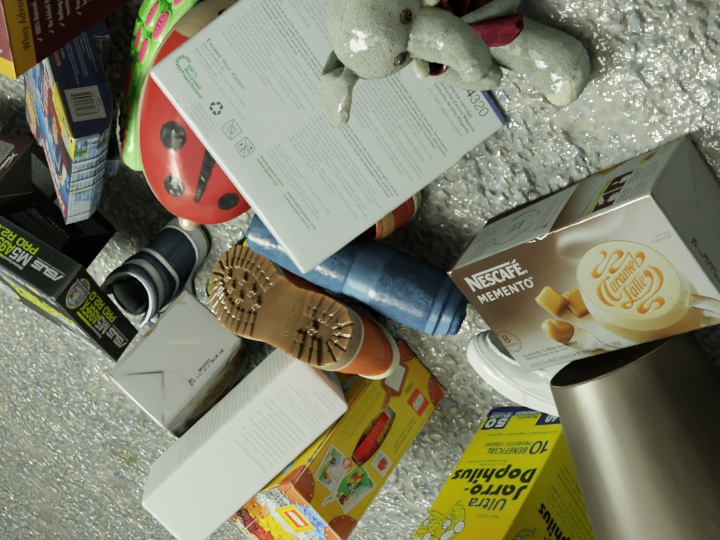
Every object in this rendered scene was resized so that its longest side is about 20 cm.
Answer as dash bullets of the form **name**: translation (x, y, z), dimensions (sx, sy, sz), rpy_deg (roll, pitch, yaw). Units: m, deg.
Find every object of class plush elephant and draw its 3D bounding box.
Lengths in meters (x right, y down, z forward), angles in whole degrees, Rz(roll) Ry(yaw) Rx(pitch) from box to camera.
- **plush elephant**: translation (0.046, -0.170, 0.666), dimensions (0.199, 0.155, 0.165), rpy_deg (21, 138, 16)

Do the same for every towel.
- **towel**: translation (0.000, 0.000, 0.906), dimensions (0.199, 0.112, 0.049), rpy_deg (25, 102, 7)

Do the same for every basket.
- **basket**: translation (0.235, 0.152, 0.788), dimensions (0.179, 0.136, 0.201), rpy_deg (-27, 91, 7)

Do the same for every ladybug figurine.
- **ladybug figurine**: translation (-0.114, -0.124, 0.852), dimensions (0.135, 0.072, 0.201), rpy_deg (12, 106, -11)

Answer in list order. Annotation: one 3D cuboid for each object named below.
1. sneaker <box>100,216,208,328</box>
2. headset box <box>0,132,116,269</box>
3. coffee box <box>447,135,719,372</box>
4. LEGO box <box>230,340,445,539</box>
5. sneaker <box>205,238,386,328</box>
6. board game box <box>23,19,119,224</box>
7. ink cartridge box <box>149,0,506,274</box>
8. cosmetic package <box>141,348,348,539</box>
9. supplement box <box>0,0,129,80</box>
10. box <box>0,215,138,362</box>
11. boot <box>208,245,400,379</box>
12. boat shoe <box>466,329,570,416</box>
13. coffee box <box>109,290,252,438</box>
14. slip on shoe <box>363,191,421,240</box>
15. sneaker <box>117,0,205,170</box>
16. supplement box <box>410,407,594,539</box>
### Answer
- **sneaker**: translation (-0.233, 0.031, 1.142), dimensions (0.070, 0.109, 0.200), rpy_deg (36, 142, 6)
- **headset box**: translation (-0.383, -0.083, 1.134), dimensions (0.199, 0.075, 0.149), rpy_deg (20, 157, 40)
- **coffee box**: translation (0.180, -0.005, 0.786), dimensions (0.199, 0.080, 0.115), rpy_deg (-22, 112, 48)
- **LEGO box**: translation (-0.028, 0.178, 1.039), dimensions (0.077, 0.200, 0.149), rpy_deg (48, 142, -11)
- **sneaker**: translation (-0.063, 0.034, 1.023), dimensions (0.199, 0.085, 0.078), rpy_deg (14, 135, 29)
- **board game box**: translation (-0.270, -0.158, 0.972), dimensions (0.200, 0.061, 0.201), rpy_deg (124, 129, -60)
- **ink cartridge box**: translation (-0.023, -0.133, 0.799), dimensions (0.197, 0.199, 0.043), rpy_deg (53, -177, -15)
- **cosmetic package**: translation (-0.109, 0.160, 0.992), dimensions (0.071, 0.200, 0.101), rpy_deg (47, -177, -11)
- **supplement box**: translation (-0.247, -0.291, 0.768), dimensions (0.132, 0.200, 0.198), rpy_deg (26, 140, 17)
- **box**: translation (-0.339, 0.003, 1.070), dimensions (0.199, 0.044, 0.160), rpy_deg (29, 161, 21)
- **boot**: translation (-0.054, 0.043, 0.945), dimensions (0.199, 0.075, 0.107), rpy_deg (29, -176, 38)
- **boat shoe**: translation (0.188, 0.091, 0.887), dimensions (0.199, 0.072, 0.069), rpy_deg (29, 126, 18)
- **coffee box**: translation (-0.182, 0.109, 1.099), dimensions (0.080, 0.114, 0.200), rpy_deg (40, 167, 8)
- **slip on shoe**: translation (-0.044, -0.085, 0.913), dimensions (0.199, 0.061, 0.074), rpy_deg (27, 142, 19)
- **sneaker**: translation (-0.161, -0.176, 0.924), dimensions (0.201, 0.083, 0.077), rpy_deg (-64, 35, 40)
- **supplement box**: translation (0.142, 0.228, 0.947), dimensions (0.108, 0.200, 0.110), rpy_deg (-13, 118, 45)
